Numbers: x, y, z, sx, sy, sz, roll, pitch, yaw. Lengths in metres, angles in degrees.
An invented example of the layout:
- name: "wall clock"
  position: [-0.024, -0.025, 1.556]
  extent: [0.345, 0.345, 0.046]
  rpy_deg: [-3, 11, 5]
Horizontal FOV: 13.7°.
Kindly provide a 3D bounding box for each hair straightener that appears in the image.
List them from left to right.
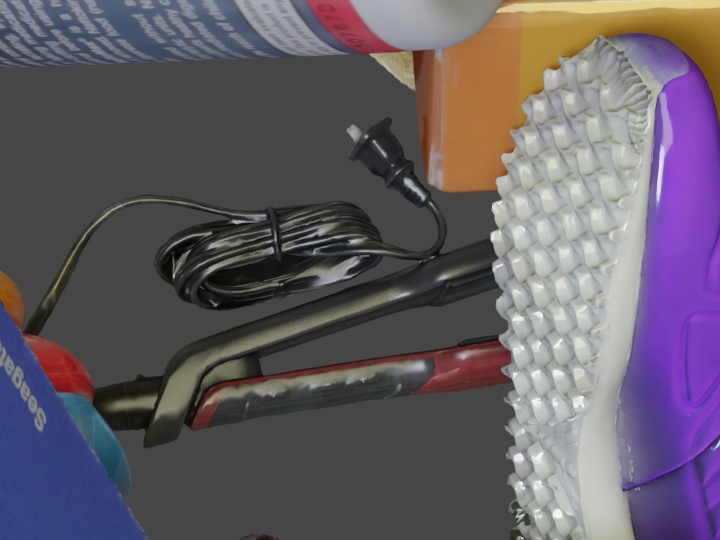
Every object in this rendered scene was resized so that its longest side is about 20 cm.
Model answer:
- name: "hair straightener"
  position: [0.000, 0.000, 0.817]
  extent: [0.198, 0.041, 0.078]
  rpy_deg: [-11, 80, -3]

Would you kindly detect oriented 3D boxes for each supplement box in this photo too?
- name: "supplement box"
  position: [0.114, -0.068, 0.774]
  extent: [0.198, 0.067, 0.069]
  rpy_deg: [-1, 48, -2]

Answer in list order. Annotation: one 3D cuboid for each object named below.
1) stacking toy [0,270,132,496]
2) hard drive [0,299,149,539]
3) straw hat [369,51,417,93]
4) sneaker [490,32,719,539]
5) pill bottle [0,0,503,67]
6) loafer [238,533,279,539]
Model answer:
- name: "stacking toy"
  position: [-0.149, -0.006, 0.771]
  extent: [0.109, 0.116, 0.201]
  rpy_deg: [-27, 76, -9]
- name: "hard drive"
  position: [-0.097, 0.101, 0.617]
  extent: [0.025, 0.132, 0.201]
  rpy_deg: [-10, 38, 24]
- name: "straw hat"
  position: [0.075, -0.139, 0.815]
  extent: [0.199, 0.202, 0.085]
  rpy_deg: [0, 38, -5]
- name: "sneaker"
  position: [0.092, 0.026, 0.768]
  extent: [0.099, 0.070, 0.201]
  rpy_deg: [-11, 122, -15]
- name: "pill bottle"
  position: [-0.068, -0.109, 0.722]
  extent: [0.199, 0.119, 0.121]
  rpy_deg: [-1, 78, 23]
- name: "loafer"
  position: [-0.009, 0.091, 0.754]
  extent: [0.199, 0.072, 0.064]
  rpy_deg: [5, 96, 20]
